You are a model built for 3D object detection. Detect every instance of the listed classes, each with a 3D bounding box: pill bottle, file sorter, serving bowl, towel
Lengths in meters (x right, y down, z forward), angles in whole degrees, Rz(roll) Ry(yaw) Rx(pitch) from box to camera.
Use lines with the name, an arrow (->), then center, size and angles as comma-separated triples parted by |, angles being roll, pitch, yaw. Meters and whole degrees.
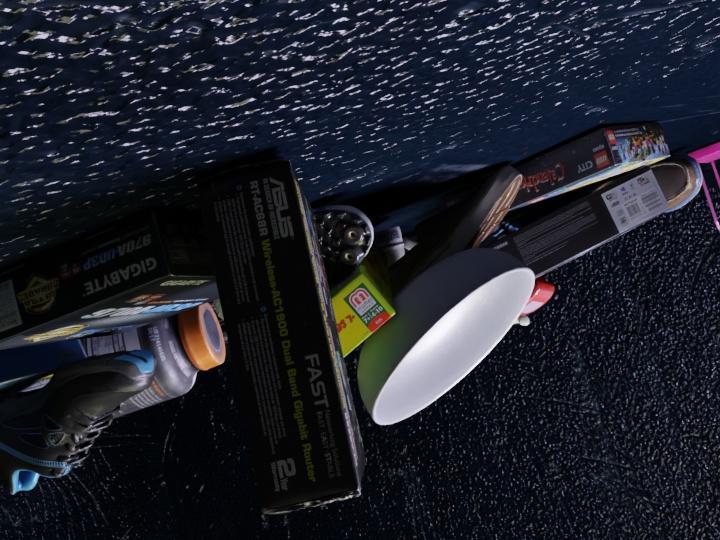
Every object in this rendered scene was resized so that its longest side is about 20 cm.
pill bottle -> -0.243, 0.094, 1.053 | 0.196, 0.108, 0.106 | -19, 175, 7
file sorter -> 0.602, -0.146, 1.452 | 0.197, 0.128, 0.138 | -21, 174, 30
serving bowl -> 0.068, 0.050, 0.929 | 0.199, 0.066, 0.201 | -35, 156, -18
towel -> 0.221, -0.078, 1.240 | 0.110, 0.049, 0.200 | -19, 175, -1

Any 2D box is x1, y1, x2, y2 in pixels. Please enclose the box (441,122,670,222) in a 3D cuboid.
box -> 0.199, -0.095, 1.029 | 0.198, 0.038, 0.135 | -23, 174, 39

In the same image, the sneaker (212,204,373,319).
sneaker -> -0.059, -0.012, 0.881 | 0.199, 0.072, 0.073 | -29, -163, 42

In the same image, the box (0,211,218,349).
box -> -0.168, 0.009, 0.744 | 0.156, 0.047, 0.200 | -20, 174, 15

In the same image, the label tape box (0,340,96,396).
label tape box -> -0.326, 0.085, 0.890 | 0.142, 0.064, 0.200 | -16, 171, -29

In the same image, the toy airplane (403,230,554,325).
toy airplane -> 0.132, 0.022, 1.257 | 0.196, 0.144, 0.199 | 8, 178, 1

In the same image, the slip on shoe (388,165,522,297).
slip on shoe -> 0.079, -0.029, 0.987 | 0.201, 0.060, 0.076 | -54, 164, 23

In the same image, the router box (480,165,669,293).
router box -> 0.210, -0.032, 1.074 | 0.197, 0.053, 0.157 | -26, 175, -8

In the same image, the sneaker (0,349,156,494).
sneaker -> -0.236, 0.123, 0.831 | 0.198, 0.083, 0.073 | -26, 168, 31

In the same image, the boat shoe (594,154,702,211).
boat shoe -> 0.392, -0.107, 1.418 | 0.071, 0.074, 0.199 | -13, 173, -32

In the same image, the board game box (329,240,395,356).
board game box -> -0.024, 0.025, 0.925 | 0.101, 0.048, 0.200 | -41, -168, 9

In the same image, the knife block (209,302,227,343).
knife block -> -0.229, 0.074, 1.136 | 0.197, 0.065, 0.175 | -15, 173, -32

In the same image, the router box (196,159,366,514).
router box -> -0.046, 0.043, 0.652 | 0.061, 0.204, 0.150 | -13, 175, 0

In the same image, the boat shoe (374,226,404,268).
boat shoe -> 0.000, 0.000, 1.124 | 0.071, 0.067, 0.199 | -17, 179, -28
